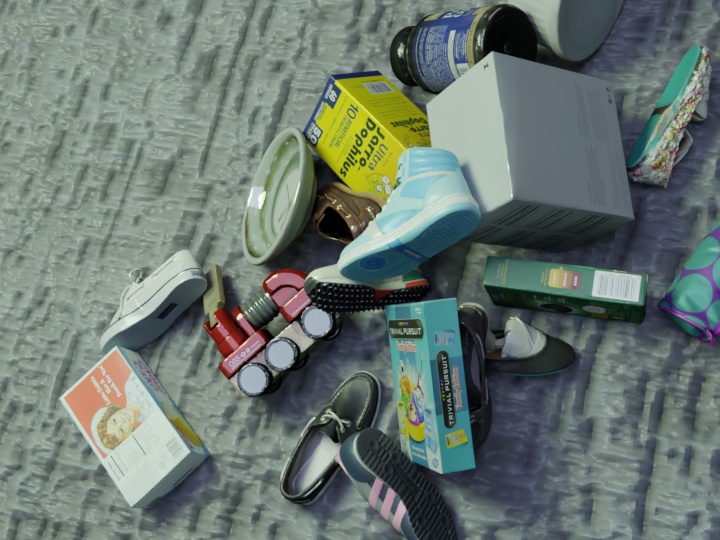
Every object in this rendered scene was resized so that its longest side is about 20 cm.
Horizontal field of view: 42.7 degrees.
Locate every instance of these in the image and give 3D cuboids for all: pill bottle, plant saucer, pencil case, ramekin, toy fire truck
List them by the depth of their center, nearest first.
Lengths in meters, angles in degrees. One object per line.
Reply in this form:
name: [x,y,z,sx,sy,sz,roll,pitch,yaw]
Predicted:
pencil case: [0.460,-0.006,1.139,0.200,0.085,0.092,-52,40,-2]
ramekin: [0.280,-0.392,1.240,0.094,0.202,0.203,26,83,32]
pill bottle: [0.134,-0.297,1.257,0.199,0.111,0.113,12,77,51]
toy fire truck: [-0.142,0.053,1.279,0.176,0.129,0.200,-41,82,1]
plant saucer: [-0.107,-0.100,1.300,0.050,0.200,0.202,16,77,-26]

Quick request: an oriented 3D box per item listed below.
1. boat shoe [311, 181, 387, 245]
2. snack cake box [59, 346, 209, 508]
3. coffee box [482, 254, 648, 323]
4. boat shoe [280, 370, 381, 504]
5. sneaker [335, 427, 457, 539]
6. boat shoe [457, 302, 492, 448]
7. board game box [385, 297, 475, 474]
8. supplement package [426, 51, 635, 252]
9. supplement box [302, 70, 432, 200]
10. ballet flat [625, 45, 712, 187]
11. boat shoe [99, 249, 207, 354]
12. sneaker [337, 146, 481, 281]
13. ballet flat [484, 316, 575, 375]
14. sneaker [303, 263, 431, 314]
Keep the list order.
boat shoe: [-0.029,-0.074,1.246,0.070,0.200,0.071,-32,109,-19]
snack cake box: [-0.321,0.221,1.305,0.115,0.067,0.200,-42,69,3]
coffee box: [0.260,0.024,1.168,0.198,0.123,0.044,7,78,18]
boat shoe: [-0.042,0.222,1.230,0.074,0.060,0.201,35,87,21]
sneaker: [0.045,0.292,1.183,0.070,0.082,0.201,-36,92,-40]
boat shoe: [0.129,0.141,1.160,0.066,0.057,0.202,6,109,23]
board game box: [0.083,0.139,1.145,0.046,0.151,0.202,-6,88,-16]
supplement package: [0.211,-0.140,1.162,0.198,0.147,0.193,6,70,-30]
supplement box: [0.032,-0.170,1.267,0.200,0.109,0.109,47,128,21]
ballet flat: [0.419,-0.199,1.221,0.064,0.076,0.201,30,89,-11]
boat shoe: [-0.311,0.038,1.338,0.202,0.074,0.087,-40,57,22]
sneaker: [0.051,-0.075,1.130,0.199,0.079,0.132,-26,56,26]
ballet flat: [0.176,0.097,1.192,0.198,0.069,0.068,-2,42,14]
sneaker: [0.001,0.000,1.227,0.070,0.198,0.094,-48,53,42]
